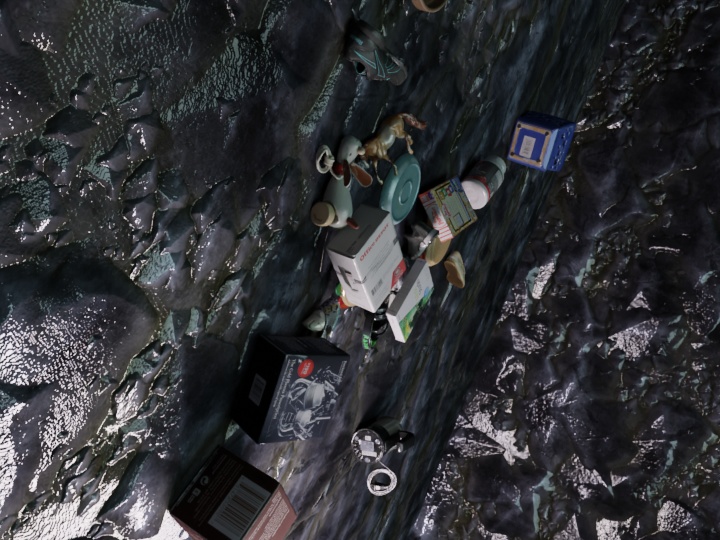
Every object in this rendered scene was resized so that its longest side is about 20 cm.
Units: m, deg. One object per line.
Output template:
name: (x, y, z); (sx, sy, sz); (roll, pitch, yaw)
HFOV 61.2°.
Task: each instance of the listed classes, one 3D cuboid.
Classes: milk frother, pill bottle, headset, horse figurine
milk frother: (0.075, 0.618, 2.045); (0.188, 0.180, 0.201); (0, 108, -64)
pill bottle: (0.413, -0.302, 2.043); (0.200, 0.110, 0.111); (-48, 150, -38)
headset: (0.057, 0.128, 1.685); (0.124, 0.094, 0.200); (85, 19, -47)
horse figurine: (0.068, -0.290, 1.381); (0.200, 0.050, 0.133); (-53, 136, -13)

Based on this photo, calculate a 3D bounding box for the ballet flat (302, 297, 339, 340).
ballet flat: (-0.109, 0.150, 1.394); (0.201, 0.072, 0.072); (-67, 156, -3)

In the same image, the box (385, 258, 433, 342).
box: (0.144, 0.085, 1.732); (0.200, 0.036, 0.145); (-57, 149, -24)

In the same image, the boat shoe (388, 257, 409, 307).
boat shoe: (0.132, 0.052, 1.806); (0.070, 0.071, 0.202); (-42, 146, -44)

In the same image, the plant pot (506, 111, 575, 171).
plant pot: (0.689, -0.497, 2.367); (0.180, 0.199, 0.201); (-23, 131, -49)

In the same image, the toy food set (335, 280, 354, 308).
toy food set: (0.000, 0.000, 1.510); (0.200, 0.048, 0.199); (-24, 132, -58)

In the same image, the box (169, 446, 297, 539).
box: (-0.257, 0.507, 1.263); (0.166, 0.164, 0.200); (-53, 153, -32)

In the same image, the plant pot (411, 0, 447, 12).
plant pot: (0.119, -0.610, 1.170); (0.201, 0.092, 0.201); (-45, 147, -40)

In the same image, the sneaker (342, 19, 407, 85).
sneaker: (0.026, -0.410, 1.197); (0.079, 0.075, 0.200); (-55, 151, 6)

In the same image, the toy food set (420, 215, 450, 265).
toy food set: (0.238, -0.106, 1.899); (0.200, 0.048, 0.199); (16, 94, -68)

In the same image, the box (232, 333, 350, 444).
box: (-0.143, 0.247, 1.286); (0.182, 0.104, 0.201); (9, 103, -46)

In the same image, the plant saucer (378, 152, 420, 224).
plant saucer: (0.109, -0.206, 1.587); (0.200, 0.027, 0.201); (-46, 148, -40)

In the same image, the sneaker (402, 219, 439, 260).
sneaker: (0.158, -0.094, 1.740); (0.067, 0.090, 0.200); (-48, 177, -19)

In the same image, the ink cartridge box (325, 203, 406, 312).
ink cartridge box: (0.017, -0.027, 1.372); (0.147, 0.083, 0.200); (-52, 145, -25)

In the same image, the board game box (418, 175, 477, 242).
board game box: (0.263, -0.186, 1.801); (0.200, 0.046, 0.152); (-32, 97, -53)

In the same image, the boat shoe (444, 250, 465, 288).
boat shoe: (0.356, -0.002, 2.243); (0.065, 0.072, 0.200); (-57, 149, -19)

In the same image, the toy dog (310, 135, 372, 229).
toy dog: (-0.027, -0.164, 1.247); (0.132, 0.096, 0.201); (-36, 142, -51)
